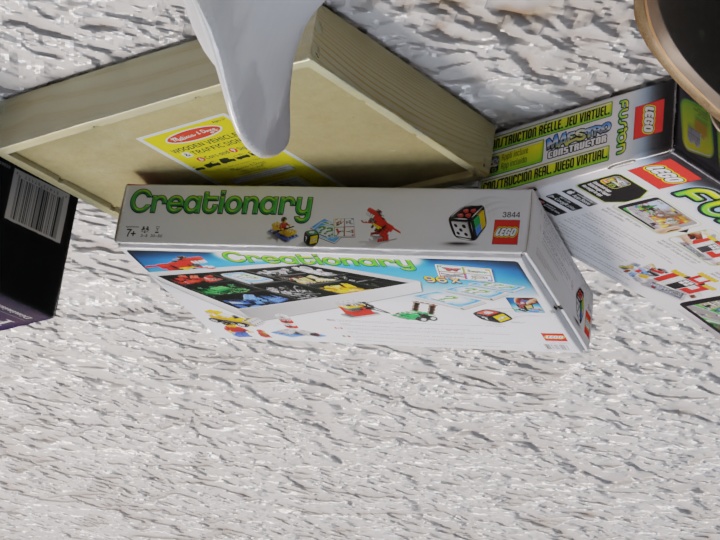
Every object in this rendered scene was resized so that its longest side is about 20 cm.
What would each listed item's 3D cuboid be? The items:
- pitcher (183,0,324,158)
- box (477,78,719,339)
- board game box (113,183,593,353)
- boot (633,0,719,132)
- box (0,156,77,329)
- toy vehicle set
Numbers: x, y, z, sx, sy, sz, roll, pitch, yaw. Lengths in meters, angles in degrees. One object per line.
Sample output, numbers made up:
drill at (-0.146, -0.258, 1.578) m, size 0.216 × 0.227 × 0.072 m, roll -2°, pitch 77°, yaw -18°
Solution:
pitcher at (0.003, -0.149, 0.442) m, size 0.200 × 0.121 × 0.172 m, roll -39°, pitch 124°, yaw 7°
box at (0.160, -0.020, 0.895) m, size 0.110 × 0.035 × 0.199 m, roll -14°, pitch 150°, yaw 42°
board game box at (0.000, 0.000, 0.915) m, size 0.199 × 0.035 × 0.126 m, roll 2°, pitch 159°, yaw 20°
boot at (0.157, -0.066, 0.748) m, size 0.075 × 0.074 × 0.199 m, roll -1°, pitch 161°, yaw 46°
box at (-0.258, -0.034, 0.925) m, size 0.141 × 0.079 × 0.200 m, roll -10°, pitch 153°, yaw 42°
toy vehicle set at (-0.055, -0.060, 0.879) m, size 0.199 × 0.027 × 0.124 m, roll -11°, pitch 152°, yaw 38°
